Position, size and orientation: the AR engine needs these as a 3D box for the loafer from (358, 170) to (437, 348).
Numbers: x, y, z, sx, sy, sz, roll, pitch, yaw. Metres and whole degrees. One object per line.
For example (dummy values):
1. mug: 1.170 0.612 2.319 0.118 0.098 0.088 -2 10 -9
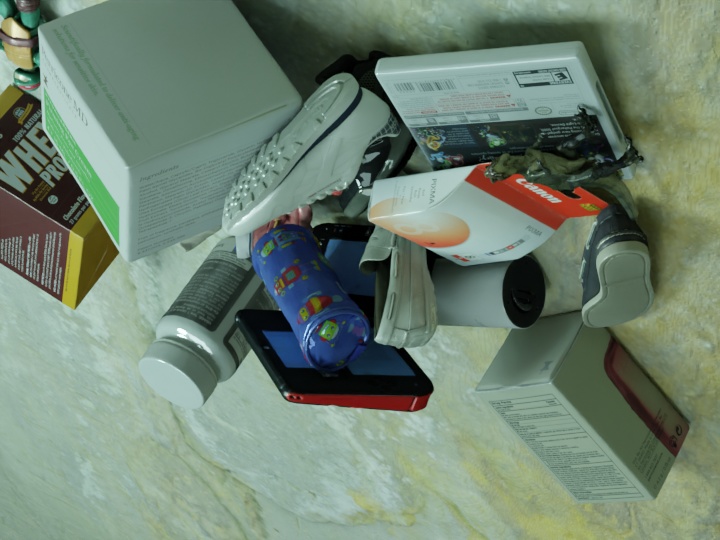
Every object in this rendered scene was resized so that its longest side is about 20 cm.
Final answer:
1. loafer: 0.033 -0.016 1.640 0.069 0.201 0.070 1 154 -19

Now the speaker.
1. speaker: 0.104 0.022 1.724 0.199 0.081 0.081 1 136 44

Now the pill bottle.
1. pill bottle: -0.182 0.066 1.941 0.113 0.200 0.114 24 148 16

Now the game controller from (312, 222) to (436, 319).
1. game controller: 0.000 0.000 1.741 0.199 0.105 0.042 6 170 43

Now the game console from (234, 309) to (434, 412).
1. game console: -0.028 0.092 1.690 0.176 0.031 0.200 8 -160 -25

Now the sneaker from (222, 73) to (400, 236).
1. sneaker: -0.051 -0.095 1.509 0.200 0.077 0.080 -42 123 17

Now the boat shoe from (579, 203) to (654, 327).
1. boat shoe: 0.257 -0.001 1.580 0.072 0.063 0.200 -9 155 0

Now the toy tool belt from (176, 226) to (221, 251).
1. toy tool belt: -0.229 -0.128 1.797 0.200 0.125 0.123 56 -173 -24

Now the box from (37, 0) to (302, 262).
1. box: -0.194 -0.157 1.579 0.199 0.199 0.172 55 154 24

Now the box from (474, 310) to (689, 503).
1. box: 0.248 0.155 1.742 0.200 0.109 0.128 48 147 -21

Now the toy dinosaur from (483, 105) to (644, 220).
1. toy dinosaur: 0.201 -0.097 1.421 0.199 0.048 0.088 12 138 -33

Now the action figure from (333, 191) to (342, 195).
1. action figure: -0.077 -0.132 1.693 0.199 0.065 0.099 11 152 34

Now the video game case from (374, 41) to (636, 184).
1. video game case: 0.137 -0.141 1.453 0.199 0.023 0.182 -1 146 27

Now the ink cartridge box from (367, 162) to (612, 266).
1. ink cartridge box: 0.133 -0.053 1.547 0.199 0.050 0.162 -2 161 42

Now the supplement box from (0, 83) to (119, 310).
1. supplement box: -0.406 -0.091 2.002 0.199 0.133 0.197 31 150 4

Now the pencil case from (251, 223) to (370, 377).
1. pencil case: -0.051 0.029 1.672 0.087 0.078 0.200 38 -169 -36

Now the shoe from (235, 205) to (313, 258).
1. shoe: -0.101 -0.058 1.815 0.090 0.072 0.200 -4 172 -4

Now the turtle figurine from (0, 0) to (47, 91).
1. turtle figurine: -0.395 -0.263 1.786 0.149 0.101 0.201 8 128 13

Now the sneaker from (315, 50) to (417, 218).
1. sneaker: 0.001 -0.145 1.584 0.114 0.076 0.200 35 139 8
